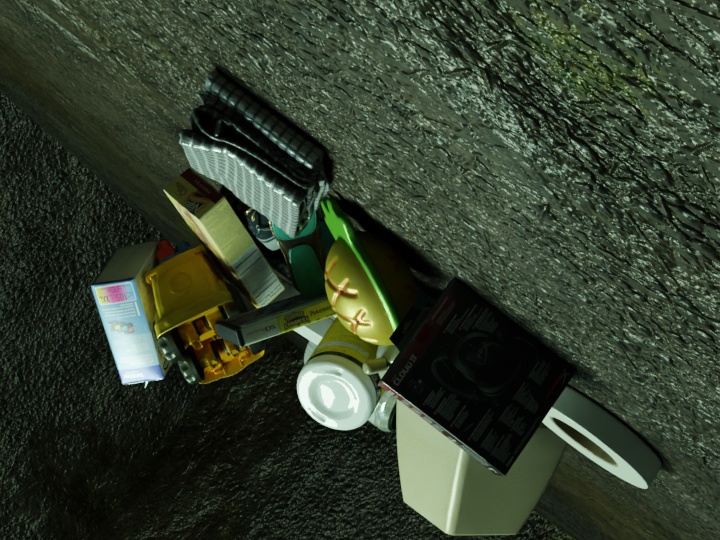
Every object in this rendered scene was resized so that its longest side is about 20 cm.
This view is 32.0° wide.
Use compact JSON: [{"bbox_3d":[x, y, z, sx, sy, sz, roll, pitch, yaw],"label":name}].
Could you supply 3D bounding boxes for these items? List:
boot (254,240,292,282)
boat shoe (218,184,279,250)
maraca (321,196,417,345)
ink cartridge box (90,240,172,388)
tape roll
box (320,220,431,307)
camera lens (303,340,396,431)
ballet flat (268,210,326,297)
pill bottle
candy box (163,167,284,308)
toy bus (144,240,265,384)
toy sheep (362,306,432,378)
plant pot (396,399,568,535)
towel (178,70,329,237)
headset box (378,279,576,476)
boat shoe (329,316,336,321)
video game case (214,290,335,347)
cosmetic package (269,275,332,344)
[{"bbox_3d":[-0.122,-0.041,1.907,0.209,0.080,0.158,32,175,3],"label":"boot"},{"bbox_3d":[-0.144,-0.087,1.775,0.091,0.071,0.200,46,166,-19],"label":"boat shoe"},{"bbox_3d":[0.003,0.002,1.527,0.202,0.106,0.137,63,167,-8],"label":"maraca"},{"bbox_3d":[-0.329,0.077,1.903,0.137,0.075,0.203,-71,-30,-63],"label":"ink cartridge box"},{"bbox_3d":[0.298,0.208,1.623,0.202,0.037,0.203,37,173,5],"label":"tape roll"},{"bbox_3d":[0.000,0.000,1.705,0.199,0.049,0.082,31,170,41],"label":"box"},{"bbox_3d":[0.024,0.160,2.118,0.199,0.161,0.160,34,172,21],"label":"camera lens"},{"bbox_3d":[-0.080,-0.057,1.630,0.073,0.067,0.202,-101,-4,-47],"label":"ballet flat"},{"bbox_3d":[-0.003,0.116,1.704,0.111,0.112,0.200,37,-144,-3],"label":"pill bottle"},{"bbox_3d":[-0.197,-0.045,1.826,0.115,0.055,0.201,38,165,47],"label":"candy box"},{"bbox_3d":[-0.244,0.049,1.882,0.193,0.134,0.201,63,179,31],"label":"toy bus"},{"bbox_3d":[0.088,0.110,1.612,0.198,0.140,0.137,0,-163,-36],"label":"toy sheep"},{"bbox_3d":[0.165,0.284,1.863,0.198,0.180,0.199,8,-171,-32],"label":"plant pot"},{"bbox_3d":[-0.118,-0.120,1.413,0.165,0.086,0.200,36,172,3],"label":"towel"},{"bbox_3d":[0.126,0.120,1.469,0.199,0.150,0.077,36,172,2],"label":"headset box"},{"bbox_3d":[0.004,0.100,1.839,0.198,0.073,0.072,29,175,14],"label":"boat shoe"},{"bbox_3d":[-0.098,0.057,1.697,0.200,0.178,0.026,-176,68,-75],"label":"video game case"},{"bbox_3d":[-0.076,0.075,1.954,0.199,0.051,0.083,30,165,25],"label":"cosmetic package"}]
